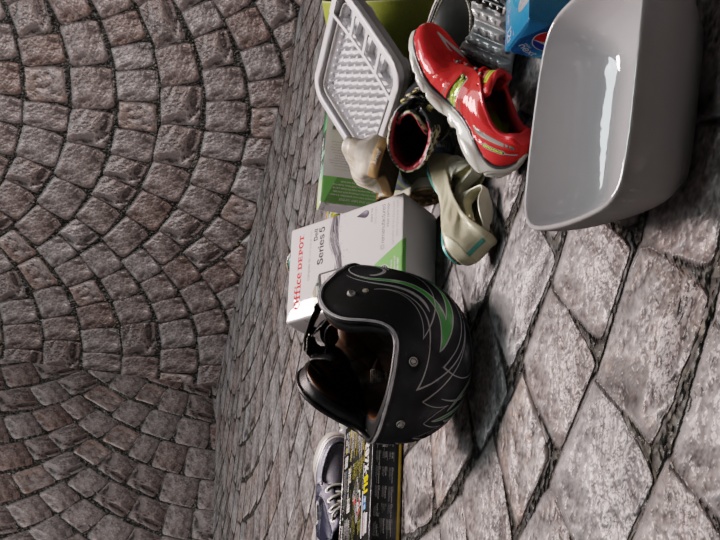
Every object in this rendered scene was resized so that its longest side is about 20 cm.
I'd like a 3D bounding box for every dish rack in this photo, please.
[{"bbox_3d":[0.006,-0.253,1.399,0.172,0.043,0.201,58,152,24],"label":"dish rack"}]

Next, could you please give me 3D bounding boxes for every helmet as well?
[{"bbox_3d":[0.036,0.098,1.207,0.201,0.189,0.201,-52,-19,-27],"label":"helmet"}]

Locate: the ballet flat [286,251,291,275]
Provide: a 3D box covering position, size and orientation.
[{"bbox_3d":[-0.047,0.045,1.726,0.072,0.201,0.072,-35,5,3],"label":"ballet flat"}]

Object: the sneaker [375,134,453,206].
[{"bbox_3d":[0.080,-0.140,1.461,0.200,0.066,0.091,175,104,-72],"label":"sneaker"}]

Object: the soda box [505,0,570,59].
[{"bbox_3d":[0.189,-0.316,1.072,0.064,0.067,0.202,128,148,-66],"label":"soda box"}]

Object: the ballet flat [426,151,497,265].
[{"bbox_3d":[0.124,-0.088,1.252,0.201,0.069,0.070,-97,20,-46],"label":"ballet flat"}]

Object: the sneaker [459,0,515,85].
[{"bbox_3d":[0.159,-0.273,1.202,0.081,0.075,0.201,-40,-28,-31],"label":"sneaker"}]

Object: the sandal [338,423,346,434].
[{"bbox_3d":[-0.007,0.181,1.679,0.083,0.049,0.205,-74,-14,-65],"label":"sandal"}]

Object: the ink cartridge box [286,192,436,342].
[{"bbox_3d":[0.000,0.000,1.445,0.198,0.084,0.147,-17,59,34],"label":"ink cartridge box"}]

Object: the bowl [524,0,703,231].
[{"bbox_3d":[0.206,-0.131,0.856,0.200,0.074,0.203,163,114,-76],"label":"bowl"}]

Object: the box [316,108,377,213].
[{"bbox_3d":[0.012,-0.178,1.602,0.036,0.143,0.202,117,159,-67],"label":"box"}]

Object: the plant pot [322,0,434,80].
[{"bbox_3d":[0.042,-0.289,1.525,0.187,0.185,0.202,-123,29,-72],"label":"plant pot"}]

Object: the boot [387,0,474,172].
[{"bbox_3d":[0.090,-0.227,1.270,0.154,0.073,0.205,-57,-18,-59],"label":"boot"}]

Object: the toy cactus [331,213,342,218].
[{"bbox_3d":[-0.010,-0.007,1.625,0.165,0.101,0.202,-47,-36,-54],"label":"toy cactus"}]

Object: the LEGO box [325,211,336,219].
[{"bbox_3d":[-0.017,-0.050,1.800,0.150,0.076,0.201,-97,20,-50],"label":"LEGO box"}]

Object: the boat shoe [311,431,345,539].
[{"bbox_3d":[-0.031,0.355,1.628,0.093,0.074,0.203,-171,82,-71],"label":"boat shoe"}]

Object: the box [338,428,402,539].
[{"bbox_3d":[0.014,0.299,1.491,0.160,0.049,0.202,126,150,-60],"label":"box"}]

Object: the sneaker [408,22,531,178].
[{"bbox_3d":[0.128,-0.200,1.164,0.201,0.077,0.085,58,141,15],"label":"sneaker"}]

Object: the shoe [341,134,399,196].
[{"bbox_3d":[0.018,-0.139,1.345,0.200,0.053,0.071,24,-100,-80],"label":"shoe"}]
